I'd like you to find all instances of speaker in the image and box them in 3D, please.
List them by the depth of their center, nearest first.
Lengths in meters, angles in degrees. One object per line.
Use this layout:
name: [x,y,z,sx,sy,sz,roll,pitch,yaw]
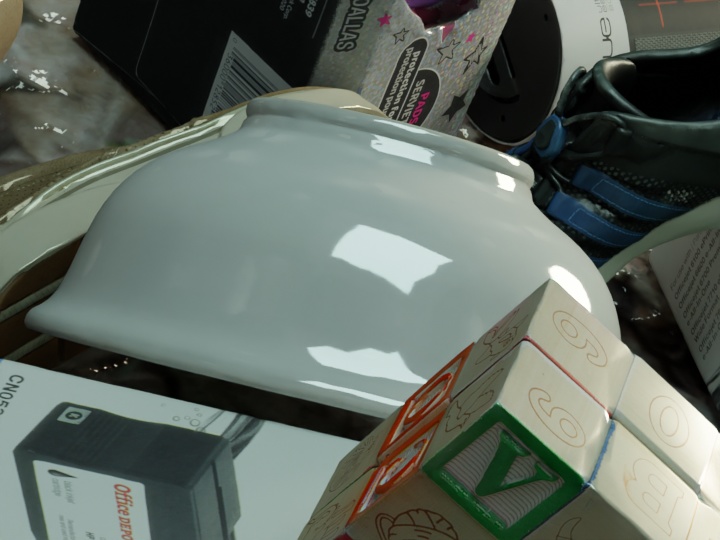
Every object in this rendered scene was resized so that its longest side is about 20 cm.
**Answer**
speaker: [0.136,-0.102,1.131,0.199,0.081,0.081,-7,46,-34]

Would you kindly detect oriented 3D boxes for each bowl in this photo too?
bowl: [0.000,0.000,0.836,0.200,0.091,0.201,14,-3,1]

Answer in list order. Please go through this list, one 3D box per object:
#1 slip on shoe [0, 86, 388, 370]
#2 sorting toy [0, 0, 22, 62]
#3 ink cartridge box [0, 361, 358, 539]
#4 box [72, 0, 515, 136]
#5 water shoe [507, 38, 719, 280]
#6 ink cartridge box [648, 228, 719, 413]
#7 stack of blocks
slip on shoe: [-0.073,-0.022,0.930,0.200,0.076,0.061,-28,46,-34]
sorting toy: [-0.180,0.017,0.713,0.036,0.200,0.185,36,38,3]
ink cartridge box: [-0.070,0.107,0.712,0.199,0.084,0.145,12,35,8]
box: [-0.008,-0.144,1.005,0.115,0.200,0.132,-20,54,-41]
water shoe: [0.081,-0.041,0.950,0.199,0.079,0.072,-25,44,-3]
ink cartridge box: [0.216,0.037,0.994,0.145,0.084,0.200,4,41,-22]
stack of blocks: [0.093,0.097,0.632,0.200,0.115,0.059,42,33,-8]
